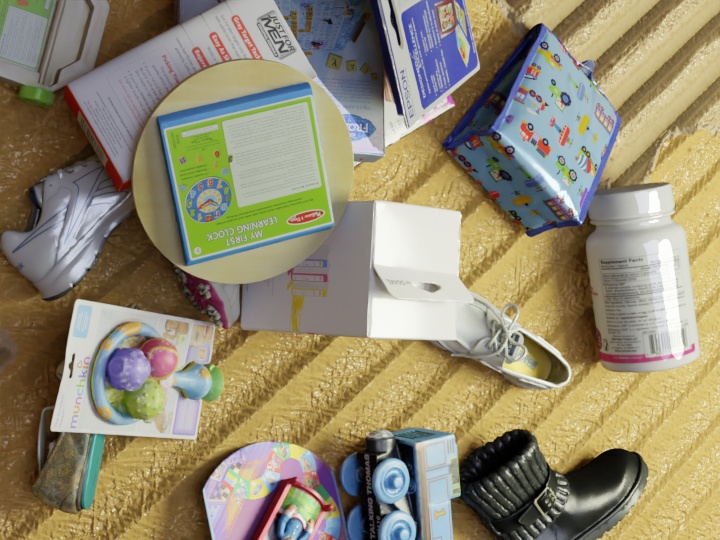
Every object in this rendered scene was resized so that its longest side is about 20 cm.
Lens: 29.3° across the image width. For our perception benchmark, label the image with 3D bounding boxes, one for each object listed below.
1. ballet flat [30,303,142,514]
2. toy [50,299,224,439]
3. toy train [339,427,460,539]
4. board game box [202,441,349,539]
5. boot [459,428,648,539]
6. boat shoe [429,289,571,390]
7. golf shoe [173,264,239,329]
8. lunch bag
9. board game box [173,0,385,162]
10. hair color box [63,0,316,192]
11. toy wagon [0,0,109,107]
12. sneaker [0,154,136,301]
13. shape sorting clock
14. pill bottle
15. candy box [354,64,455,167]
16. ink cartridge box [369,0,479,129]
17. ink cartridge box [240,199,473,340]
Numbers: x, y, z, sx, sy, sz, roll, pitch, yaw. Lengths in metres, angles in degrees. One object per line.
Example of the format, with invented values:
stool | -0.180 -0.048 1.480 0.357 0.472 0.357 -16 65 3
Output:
ballet flat | -0.256 0.121 1.267 0.070 0.071 0.201 19 80 -28
toy | -0.189 0.097 1.255 0.200 0.047 0.116 15 84 -60
toy train | 0.047 0.260 1.425 0.114 0.087 0.201 -8 95 -35
board game box | -0.066 0.264 1.351 0.157 0.039 0.201 -6 78 -38
boot | 0.215 0.228 1.519 0.211 0.079 0.158 -39 109 -22
boat shoe | 0.149 0.076 1.475 0.202 0.086 0.075 34 75 -26
golf shoe | -0.133 -0.026 1.284 0.091 0.075 0.201 -39 143 -22
lunch bag | 0.209 -0.164 1.510 0.151 0.094 0.200 44 62 -20
board game box | -0.077 -0.206 1.297 0.199 0.041 0.201 2 83 -16
hair color box | -0.151 -0.163 1.217 0.199 0.061 0.102 -30 93 -15
toy wagon | -0.326 -0.242 1.228 0.199 0.040 0.156 17 83 -28
sneaker | -0.248 -0.070 1.259 0.087 0.074 0.200 42 71 -17
shape sorting clock | -0.101 -0.085 1.195 0.199 0.039 0.201 -6 107 -20
pill bottle | 0.315 0.006 1.551 0.113 0.113 0.201 -11 97 -28
candy box | -0.018 -0.179 1.388 0.200 0.061 0.137 -33 105 -24
ink cartridge box | 0.044 -0.256 1.309 0.200 0.047 0.199 -42 124 -54
ink cartridge box | 0.000 0.000 1.309 0.128 0.199 0.126 3 89 -47
